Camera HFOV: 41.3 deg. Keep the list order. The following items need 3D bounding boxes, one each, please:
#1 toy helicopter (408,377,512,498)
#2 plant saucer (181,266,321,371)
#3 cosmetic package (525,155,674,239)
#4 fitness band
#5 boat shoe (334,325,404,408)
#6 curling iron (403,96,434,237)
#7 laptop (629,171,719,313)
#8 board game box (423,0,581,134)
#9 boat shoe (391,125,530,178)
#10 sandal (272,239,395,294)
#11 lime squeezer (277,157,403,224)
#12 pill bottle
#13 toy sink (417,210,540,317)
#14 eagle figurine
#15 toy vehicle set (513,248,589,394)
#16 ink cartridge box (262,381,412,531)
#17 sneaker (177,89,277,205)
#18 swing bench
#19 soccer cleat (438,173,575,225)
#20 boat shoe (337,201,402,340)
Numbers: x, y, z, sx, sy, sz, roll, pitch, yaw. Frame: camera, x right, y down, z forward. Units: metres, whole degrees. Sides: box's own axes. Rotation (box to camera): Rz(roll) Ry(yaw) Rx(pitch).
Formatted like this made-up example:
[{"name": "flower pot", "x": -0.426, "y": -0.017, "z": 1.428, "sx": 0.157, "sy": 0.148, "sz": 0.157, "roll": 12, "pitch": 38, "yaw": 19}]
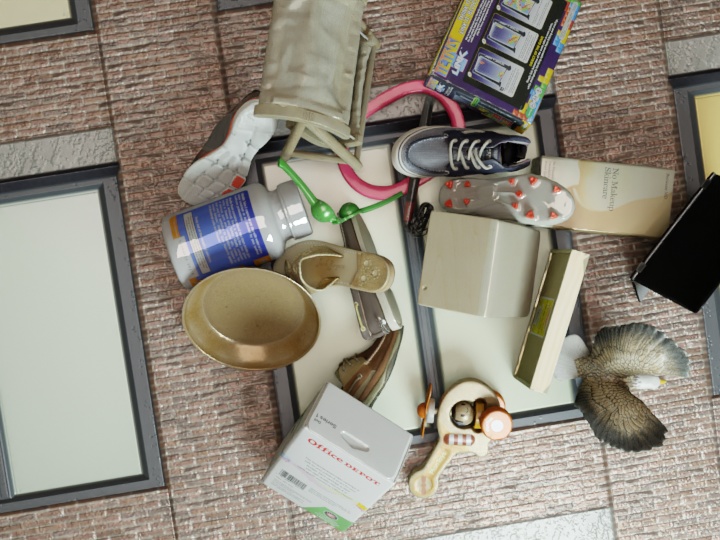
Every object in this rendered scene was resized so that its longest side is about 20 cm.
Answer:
[{"name": "toy helicopter", "x": 0.124, "y": 0.245, "z": 1.400, "sx": 0.131, "sy": 0.079, "sz": 0.202, "roll": 29, "pitch": 103, "yaw": -9}, {"name": "plant saucer", "x": -0.153, "y": 0.062, "z": 1.359, "sx": 0.196, "sy": 0.036, "sz": 0.203, "roll": 0, "pitch": 131, "yaw": 0}, {"name": "cosmetic package", "x": 0.347, "y": -0.105, "z": 1.393, "sx": 0.196, "sy": 0.071, "sz": 0.107, "roll": 4, "pitch": 92, "yaw": -2}, {"name": "fitness band", "x": 0.058, "y": -0.190, "z": 1.401, "sx": 0.198, "sy": 0.037, "sz": 0.145, "roll": -30, "pitch": 95, "yaw": 0}, {"name": "boat shoe", "x": -0.002, "y": 0.159, "z": 1.390, "sx": 0.073, "sy": 0.076, "sz": 0.202, "roll": 26, "pitch": 90, "yaw": 0}, {"name": "curling iron", "x": 0.090, "y": -0.148, "z": 1.377, "sx": 0.049, "sy": 0.025, "sz": 0.204, "roll": 3, "pitch": 89, "yaw": -25}, {"name": "laptop", "x": 0.477, "y": -0.024, "z": 1.323, "sx": 0.116, "sy": 0.200, "sz": 0.188, "roll": 39, "pitch": 90, "yaw": 26}, {"name": "board game box", "x": 0.204, "y": -0.324, "z": 1.373, "sx": 0.163, "sy": 0.057, "sz": 0.203, "roll": 25, "pitch": 80, "yaw": -2}, {"name": "boat shoe", "x": 0.147, "y": -0.167, "z": 1.337, "sx": 0.197, "sy": 0.092, "sz": 0.076, "roll": -10, "pitch": 102, "yaw": -28}, {"name": "sandal", "x": -0.057, "y": -0.005, "z": 1.331, "sx": 0.209, "sy": 0.069, "sz": 0.079, "roll": 4, "pitch": 87, "yaw": 33}, {"name": "lime squeezer", "x": -0.031, "y": -0.097, "z": 1.339, "sx": 0.197, "sy": 0.038, "sz": 0.072, "roll": 12, "pitch": 64, "yaw": -26}, {"name": "pill bottle", "x": -0.172, "y": -0.056, "z": 1.357, "sx": 0.197, "sy": 0.112, "sz": 0.114, "roll": -19, "pitch": 93, "yaw": -1}, {"name": "toy sink", "x": 0.169, "y": -0.007, "z": 1.360, "sx": 0.110, "sy": 0.199, "sz": 0.133, "roll": 10, "pitch": 93, "yaw": 27}, {"name": "eagle figurine", "x": 0.366, "y": 0.153, "z": 1.339, "sx": 0.149, "sy": 0.200, "sz": 0.154, "roll": -27, "pitch": 93, "yaw": 0}, {"name": "toy vehicle set", "x": 0.271, "y": 0.069, "z": 1.371, "sx": 0.026, "sy": 0.124, "sz": 0.203, "roll": 16, "pitch": 92, "yaw": -2}, {"name": "ink cartridge box", "x": -0.035, "y": 0.262, "z": 1.328, "sx": 0.144, "sy": 0.201, "sz": 0.085, "roll": 32, "pitch": 50, "yaw": -2}, {"name": "sneaker", "x": -0.189, "y": -0.177, "z": 1.381, "sx": 0.077, "sy": 0.082, "sz": 0.200, "roll": 35, "pitch": 112, "yaw": -30}, {"name": "swing bench", "x": -0.053, "y": -0.264, "z": 1.285, "sx": 0.127, "sy": 0.200, "sz": 0.203, "roll": 6, "pitch": 79, "yaw": 7}, {"name": "soccer cleat", "x": 0.209, "y": -0.101, "z": 1.356, "sx": 0.197, "sy": 0.077, "sz": 0.071, "roll": 6, "pitch": 86, "yaw": 23}, {"name": "boat shoe", "x": 0.000, "y": 0.000, "z": 1.375, "sx": 0.059, "sy": 0.072, "sz": 0.203, "roll": -24, "pitch": 74, "yaw": 14}]
